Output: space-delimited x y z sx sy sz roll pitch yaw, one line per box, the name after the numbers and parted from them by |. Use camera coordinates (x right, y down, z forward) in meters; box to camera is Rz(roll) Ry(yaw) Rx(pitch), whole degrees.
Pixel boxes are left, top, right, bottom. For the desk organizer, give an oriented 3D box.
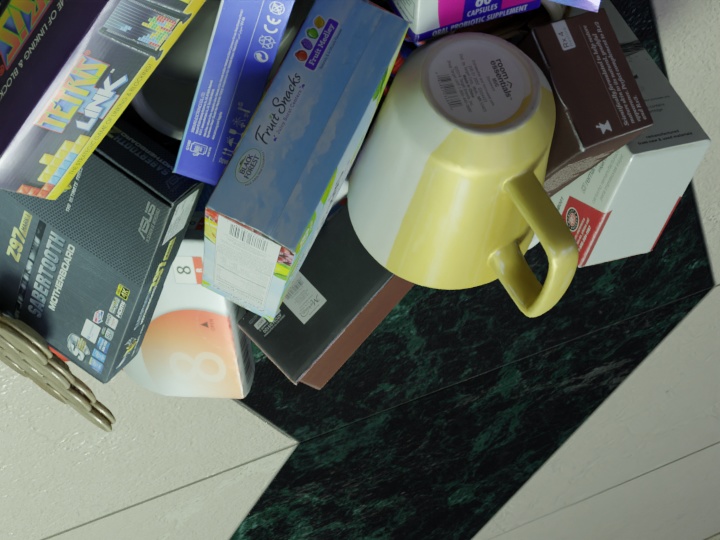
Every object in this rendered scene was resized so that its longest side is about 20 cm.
0.000 0.000 0.934 0.200 0.072 0.077 -48 162 0 | desk organizer

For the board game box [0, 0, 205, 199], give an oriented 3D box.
-0.175 -0.172 0.681 0.056 0.166 0.200 14 128 -46 | board game box

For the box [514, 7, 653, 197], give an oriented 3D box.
0.144 -0.119 0.927 0.074 0.101 0.200 -19 173 -18 | box

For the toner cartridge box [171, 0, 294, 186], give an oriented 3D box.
-0.072 -0.153 0.724 0.043 0.096 0.201 16 140 -10 | toner cartridge box

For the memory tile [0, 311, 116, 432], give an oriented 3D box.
-0.288 0.064 0.954 0.017 0.152 0.201 -54 158 -19 | memory tile

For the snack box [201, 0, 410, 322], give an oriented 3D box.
-0.043 -0.070 0.771 0.170 0.067 0.200 -64 180 -17 | snack box

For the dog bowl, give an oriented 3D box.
-0.096 -0.176 0.840 0.198 0.059 0.201 -20 147 -14 | dog bowl

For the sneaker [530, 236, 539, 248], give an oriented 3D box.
0.193 -0.089 1.195 0.070 0.074 0.200 -12 154 -41 | sneaker

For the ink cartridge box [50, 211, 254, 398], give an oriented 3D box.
-0.194 0.029 0.936 0.197 0.050 0.164 -1 126 7 | ink cartridge box

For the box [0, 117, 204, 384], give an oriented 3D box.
-0.217 -0.031 0.856 0.051 0.157 0.201 -47 170 -52 | box

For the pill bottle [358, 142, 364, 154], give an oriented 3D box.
0.073 -0.072 1.070 0.198 0.113 0.112 2 137 -41 | pill bottle

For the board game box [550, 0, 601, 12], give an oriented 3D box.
0.160 -0.279 0.707 0.044 0.201 0.135 16 142 11 | board game box

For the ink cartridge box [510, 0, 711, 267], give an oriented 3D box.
0.202 -0.130 1.010 0.083 0.202 0.145 -11 145 -19 | ink cartridge box

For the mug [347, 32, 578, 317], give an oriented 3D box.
0.087 -0.080 0.813 0.150 0.185 0.154 -60 172 -28 | mug

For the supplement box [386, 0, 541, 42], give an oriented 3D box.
0.063 -0.263 0.726 0.100 0.104 0.201 -18 144 -13 | supplement box

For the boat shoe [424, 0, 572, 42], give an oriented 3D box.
0.132 -0.212 0.877 0.198 0.070 0.074 -23 149 -10 | boat shoe

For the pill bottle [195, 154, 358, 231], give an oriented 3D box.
-0.096 -0.047 0.972 0.199 0.113 0.112 -38 147 16 | pill bottle

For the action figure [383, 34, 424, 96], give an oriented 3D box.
0.051 -0.170 0.979 0.065 0.052 0.199 -39 145 26 | action figure
